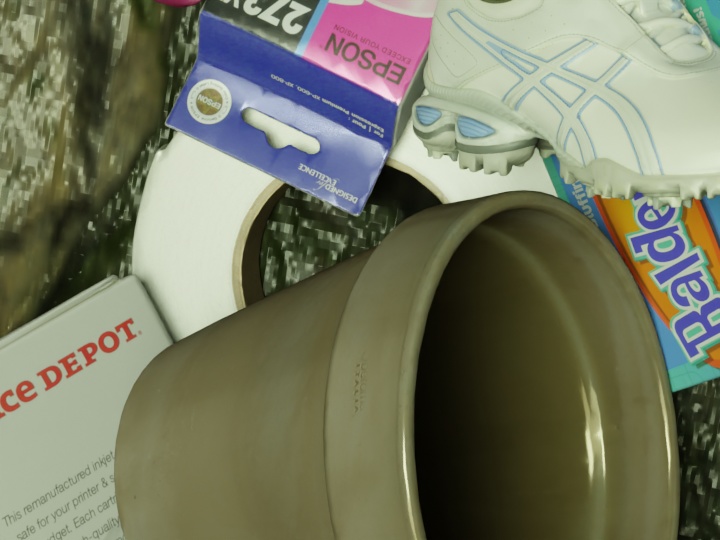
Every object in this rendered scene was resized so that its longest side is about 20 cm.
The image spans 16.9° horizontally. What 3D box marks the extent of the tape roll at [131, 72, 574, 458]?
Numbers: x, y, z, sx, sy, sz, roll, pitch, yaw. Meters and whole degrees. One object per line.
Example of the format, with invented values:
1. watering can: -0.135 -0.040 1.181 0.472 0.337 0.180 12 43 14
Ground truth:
1. tape roll: 0.000 0.000 1.045 0.202 0.037 0.204 2 99 11

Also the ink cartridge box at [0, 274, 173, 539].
1. ink cartridge box: -0.120 0.124 1.021 0.084 0.146 0.201 -22 97 52

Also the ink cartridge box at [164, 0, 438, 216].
1. ink cartridge box: 0.000 -0.133 1.001 0.094 0.037 0.201 25 89 9

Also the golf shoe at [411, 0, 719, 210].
1. golf shoe: 0.098 -0.079 0.907 0.199 0.078 0.098 14 109 41

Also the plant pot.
1. plant pot: 0.004 0.078 0.947 0.173 0.200 0.201 -8 97 34

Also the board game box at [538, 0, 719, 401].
1. board game box: 0.162 -0.047 0.940 0.200 0.045 0.153 -24 89 48

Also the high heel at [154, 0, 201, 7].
1. high heel: -0.071 -0.211 0.985 0.067 0.096 0.201 5 111 -32
